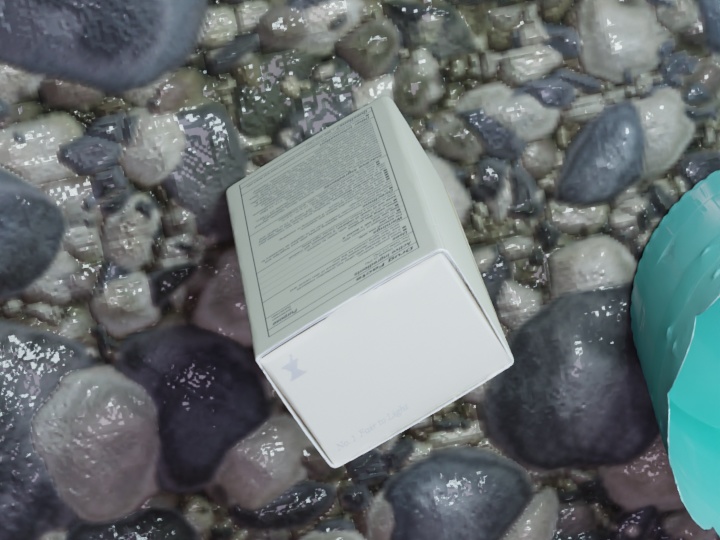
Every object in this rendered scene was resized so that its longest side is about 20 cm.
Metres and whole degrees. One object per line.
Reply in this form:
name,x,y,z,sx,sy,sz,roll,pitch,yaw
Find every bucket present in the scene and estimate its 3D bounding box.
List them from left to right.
bucket,0.239,0.041,1.305,0.206,0.135,0.208,-2,115,-5

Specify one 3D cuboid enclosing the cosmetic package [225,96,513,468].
cosmetic package,0.000,0.000,1.221,0.103,0.200,0.073,-30,115,8
